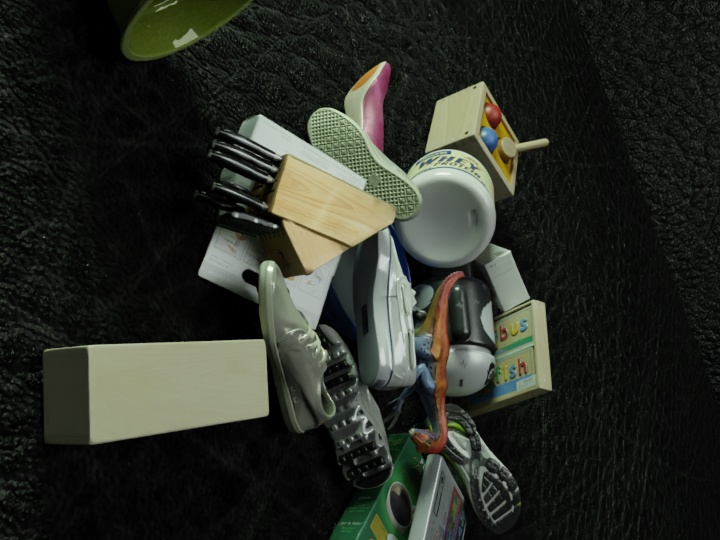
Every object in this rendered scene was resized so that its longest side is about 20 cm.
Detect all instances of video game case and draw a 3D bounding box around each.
[{"bbox_3d":[0.091,0.358,0.895,0.182,0.023,0.201,63,37,-48],"label":"video game case"}]

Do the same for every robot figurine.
[{"bbox_3d":[0.137,0.084,1.057,0.150,0.124,0.201,25,56,-45],"label":"robot figurine"}]

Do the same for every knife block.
[{"bbox_3d":[-0.074,-0.090,0.779,0.200,0.064,0.176,-32,105,-33],"label":"knife block"}]

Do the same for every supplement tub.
[{"bbox_3d":[0.130,-0.101,1.084,0.145,0.144,0.200,64,17,-15],"label":"supplement tub"}]

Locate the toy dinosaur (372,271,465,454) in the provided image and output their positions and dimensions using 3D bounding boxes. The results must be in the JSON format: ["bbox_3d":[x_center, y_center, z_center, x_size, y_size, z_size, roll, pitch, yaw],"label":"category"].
[{"bbox_3d":[0.080,0.122,0.880,0.182,0.200,0.105,59,14,21],"label":"toy dinosaur"}]

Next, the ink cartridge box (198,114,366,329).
[{"bbox_3d":[-0.093,-0.054,0.831,0.162,0.057,0.201,28,74,-30],"label":"ink cartridge box"}]

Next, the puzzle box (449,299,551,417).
[{"bbox_3d":[0.201,0.137,1.070,0.025,0.200,0.134,17,59,-27],"label":"puzzle box"}]

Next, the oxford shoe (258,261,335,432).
[{"bbox_3d":[-0.067,0.080,0.758,0.075,0.057,0.201,-84,163,-67],"label":"oxford shoe"}]

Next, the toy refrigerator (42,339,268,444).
[{"bbox_3d":[-0.174,0.103,0.637,0.200,0.070,0.076,5,79,-55],"label":"toy refrigerator"}]

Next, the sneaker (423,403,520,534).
[{"bbox_3d":[0.156,0.277,1.015,0.074,0.081,0.201,-29,89,-15],"label":"sneaker"}]

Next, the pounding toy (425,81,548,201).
[{"bbox_3d":[0.242,-0.230,1.338,0.200,0.142,0.185,48,41,-33],"label":"pounding toy"}]

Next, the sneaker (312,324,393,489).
[{"bbox_3d":[-0.018,0.156,0.857,0.081,0.075,0.201,-44,113,-74],"label":"sneaker"}]

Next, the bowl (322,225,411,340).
[{"bbox_3d":[0.000,0.000,0.969,0.200,0.039,0.202,28,54,-48],"label":"bowl"}]

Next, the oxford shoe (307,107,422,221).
[{"bbox_3d":[0.006,-0.140,0.973,0.200,0.075,0.058,43,13,7],"label":"oxford shoe"}]

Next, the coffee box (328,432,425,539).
[{"bbox_3d":[0.036,0.310,0.880,0.123,0.044,0.200,63,34,-19],"label":"coffee box"}]

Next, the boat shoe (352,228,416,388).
[{"bbox_3d":[0.033,0.041,0.851,0.065,0.074,0.201,8,71,-25],"label":"boat shoe"}]

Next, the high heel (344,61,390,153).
[{"bbox_3d":[0.022,-0.223,1.065,0.096,0.067,0.200,42,48,-25],"label":"high heel"}]

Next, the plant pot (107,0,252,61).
[{"bbox_3d":[-0.205,-0.344,0.705,0.190,0.200,0.200,54,35,-5],"label":"plant pot"}]

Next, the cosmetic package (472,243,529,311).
[{"bbox_3d":[0.196,0.000,1.151,0.083,0.051,0.200,62,-6,-14],"label":"cosmetic package"}]
